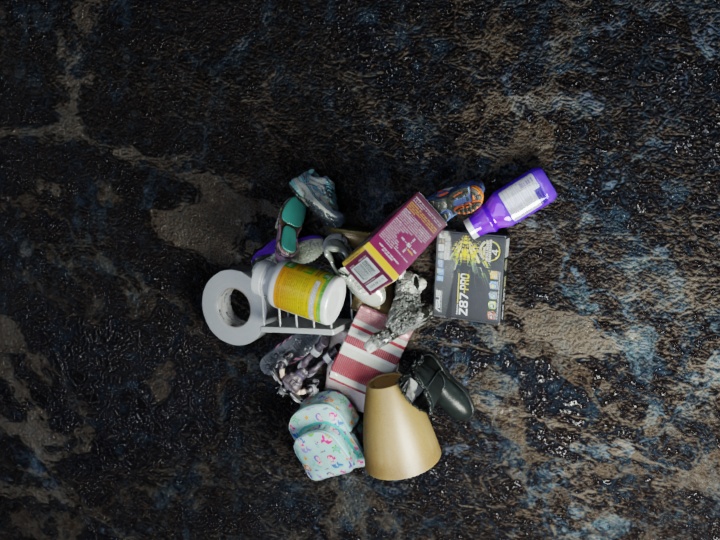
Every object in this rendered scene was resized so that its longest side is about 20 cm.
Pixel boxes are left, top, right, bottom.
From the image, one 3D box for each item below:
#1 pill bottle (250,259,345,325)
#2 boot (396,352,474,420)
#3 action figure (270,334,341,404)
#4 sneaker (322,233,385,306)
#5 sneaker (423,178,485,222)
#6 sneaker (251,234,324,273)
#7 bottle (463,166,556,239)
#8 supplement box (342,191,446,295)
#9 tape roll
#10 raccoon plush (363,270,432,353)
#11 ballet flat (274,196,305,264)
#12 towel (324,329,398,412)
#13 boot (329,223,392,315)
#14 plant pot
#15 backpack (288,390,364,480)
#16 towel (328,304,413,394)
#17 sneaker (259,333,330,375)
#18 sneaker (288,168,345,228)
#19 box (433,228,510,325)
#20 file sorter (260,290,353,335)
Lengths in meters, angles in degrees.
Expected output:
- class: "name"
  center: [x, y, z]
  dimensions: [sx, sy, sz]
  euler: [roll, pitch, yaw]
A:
- class: "pill bottle"
  center: [-0.142, 0.042, 1.536]
  dimensions: [0.198, 0.111, 0.113]
  euler: [17, 106, 18]
- class: "boot"
  center: [0.173, 0.284, 1.562]
  dimensions: [0.073, 0.162, 0.199]
  euler: [-38, 85, 24]
- class: "action figure"
  center: [-0.135, 0.244, 1.676]
  dimensions: [0.200, 0.070, 0.130]
  euler: [-42, 107, 14]
- class: "sneaker"
  center: [-0.018, 0.009, 1.556]
  dimensions: [0.075, 0.081, 0.200]
  euler: [-39, 101, 13]
- class: "sneaker"
  center: [0.198, -0.153, 1.522]
  dimensions: [0.198, 0.078, 0.076]
  euler: [-12, 114, 40]
- class: "sneaker"
  center: [-0.186, -0.059, 1.699]
  dimensions: [0.198, 0.070, 0.100]
  euler: [-21, 48, 5]
- class: "bottle"
  center: [0.316, -0.138, 1.457]
  dimensions: [0.199, 0.065, 0.084]
  euler: [-33, 88, 14]
- class: "supplement box"
  center: [0.074, -0.058, 1.495]
  dimensions: [0.103, 0.200, 0.131]
  euler: [46, 153, -4]
- class: "tape roll"
  center: [-0.316, 0.091, 1.787]
  dimensions: [0.198, 0.066, 0.203]
  euler: [5, 103, 22]
- class: "raccoon plush"
  center: [0.073, 0.082, 1.564]
  dimensions: [0.198, 0.097, 0.135]
  euler: [-26, 77, -17]
- class: "ballet flat"
  center: [-0.178, -0.094, 1.641]
  dimensions: [0.069, 0.202, 0.071]
  euler: [26, 134, -23]
- class: "towel"
  center: [0.003, 0.254, 1.701]
  dimensions: [0.189, 0.032, 0.203]
  euler: [12, 104, 20]
- class: "boot"
  center: [0.000, 0.000, 1.621]
  dimensions: [0.173, 0.066, 0.203]
  euler: [10, 105, 6]
- class: "plant pot"
  center: [0.080, 0.350, 1.590]
  dimensions: [0.184, 0.186, 0.203]
  euler: [-7, 104, 24]
- class: "backpack"
  center: [-0.082, 0.408, 1.692]
  dimensions: [0.176, 0.150, 0.202]
  euler: [-22, 98, 27]
- class: "towel"
  center: [0.023, 0.196, 1.629]
  dimensions: [0.143, 0.023, 0.202]
  euler: [24, 101, -6]
- class: "sneaker"
  center: [-0.164, 0.194, 1.741]
  dimensions: [0.198, 0.082, 0.071]
  euler: [-27, 94, 8]
- class: "sneaker"
  center: [-0.090, -0.179, 1.602]
  dimensions: [0.086, 0.078, 0.200]
  euler: [-42, 54, -6]
- class: "box"
  center: [0.250, 0.011, 1.540]
  dimensions: [0.159, 0.049, 0.203]
  euler: [8, 103, 25]
- class: "file sorter"
  center: [-0.129, 0.081, 1.667]
  dimensions: [0.197, 0.138, 0.127]
  euler: [1, 97, 23]
